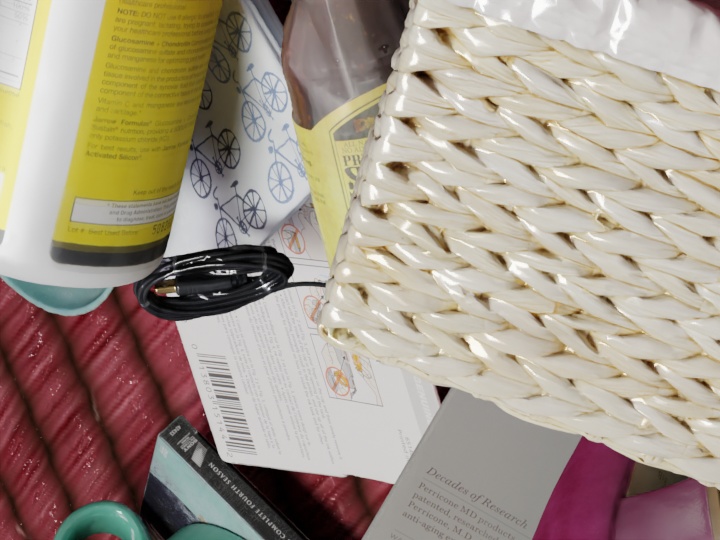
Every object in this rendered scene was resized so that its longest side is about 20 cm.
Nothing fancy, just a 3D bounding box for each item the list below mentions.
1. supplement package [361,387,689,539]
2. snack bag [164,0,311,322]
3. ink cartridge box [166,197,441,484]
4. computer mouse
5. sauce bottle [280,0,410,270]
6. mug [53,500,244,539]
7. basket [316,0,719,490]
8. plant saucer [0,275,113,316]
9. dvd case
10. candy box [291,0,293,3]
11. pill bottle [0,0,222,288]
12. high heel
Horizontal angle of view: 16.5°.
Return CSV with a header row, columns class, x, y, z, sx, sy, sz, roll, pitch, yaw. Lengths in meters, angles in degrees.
class,x,y,z,sx,sy,sz,roll,pitch,yaw
supplement package,0.072,0.102,1.015,0.117,0.201,0.117,29,143,5
snack bag,-0.089,-0.097,1.121,0.201,0.021,0.189,62,147,9
ink cartridge box,-0.025,0.004,1.188,0.175,0.045,0.201,5,119,44
computer mouse,0.000,0.000,1.087,0.059,0.198,0.034,104,164,-55
sauce bottle,0.003,-0.063,0.989,0.066,0.066,0.201,8,125,41
mug,-0.094,0.221,1.299,0.184,0.114,0.153,21,141,43
basket,0.099,-0.049,0.845,0.199,0.199,0.162,21,117,-3
plant saucer,-0.154,-0.079,1.173,0.200,0.036,0.201,34,135,41
dvd case,-0.041,0.180,1.317,0.200,0.022,0.146,43,152,12
candy box,0.051,-0.118,1.009,0.167,0.071,0.201,4,119,44
pill bottle,-0.115,-0.103,1.016,0.112,0.112,0.202,25,110,31
high heel,0.094,0.062,0.954,0.095,0.201,0.067,-22,132,18
